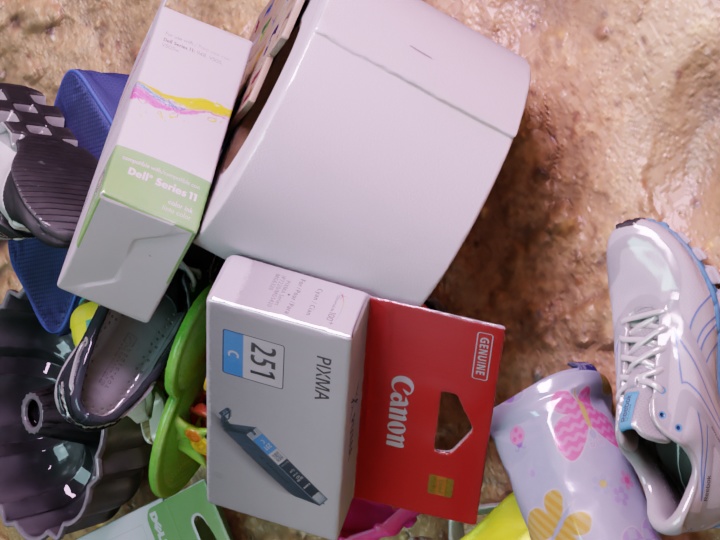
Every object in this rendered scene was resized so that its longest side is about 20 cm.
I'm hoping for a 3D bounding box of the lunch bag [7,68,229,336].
[{"bbox_3d":[-0.158,-0.052,1.503,0.136,0.132,0.201,57,131,42],"label":"lunch bag"}]

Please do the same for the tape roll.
[{"bbox_3d":[-0.002,-0.076,1.283,0.138,0.203,0.203,27,124,-9],"label":"tape roll"}]

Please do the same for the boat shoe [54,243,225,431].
[{"bbox_3d":[-0.137,0.020,1.386,0.201,0.075,0.060,-65,13,-10],"label":"boat shoe"}]

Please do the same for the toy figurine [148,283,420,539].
[{"bbox_3d":[-0.033,0.110,1.412,0.183,0.151,0.201,23,149,13],"label":"toy figurine"}]

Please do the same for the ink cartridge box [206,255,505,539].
[{"bbox_3d":[-0.008,0.092,1.278,0.175,0.045,0.201,14,137,10],"label":"ink cartridge box"}]

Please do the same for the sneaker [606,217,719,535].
[{"bbox_3d":[0.185,0.067,1.254,0.075,0.086,0.201,-20,85,44],"label":"sneaker"}]

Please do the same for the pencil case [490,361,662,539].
[{"bbox_3d":[0.148,0.162,1.280,0.083,0.090,0.201,-33,65,34],"label":"pencil case"}]

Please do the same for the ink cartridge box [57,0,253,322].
[{"bbox_3d":[-0.127,-0.084,1.323,0.067,0.201,0.117,21,143,-11],"label":"ink cartridge box"}]

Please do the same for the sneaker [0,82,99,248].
[{"bbox_3d":[-0.226,-0.050,1.426,0.089,0.074,0.200,-70,27,22],"label":"sneaker"}]

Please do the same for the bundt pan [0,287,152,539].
[{"bbox_3d":[-0.228,0.110,1.620,0.201,0.075,0.204,2,92,50],"label":"bundt pan"}]

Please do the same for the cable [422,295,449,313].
[{"bbox_3d":[0.000,0.000,1.385,0.201,0.097,0.050,56,142,10],"label":"cable"}]

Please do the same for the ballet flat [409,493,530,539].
[{"bbox_3d":[0.063,0.205,1.402,0.200,0.067,0.067,-36,59,36],"label":"ballet flat"}]

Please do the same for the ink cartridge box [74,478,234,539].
[{"bbox_3d":[-0.144,0.231,1.596,0.199,0.059,0.104,-29,80,41],"label":"ink cartridge box"}]

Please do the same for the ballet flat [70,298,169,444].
[{"bbox_3d":[-0.152,0.088,1.488,0.066,0.200,0.067,-19,55,13],"label":"ballet flat"}]

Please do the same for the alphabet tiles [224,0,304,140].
[{"bbox_3d":[-0.059,-0.163,1.364,0.167,0.006,0.200,-68,11,-19],"label":"alphabet tiles"}]
